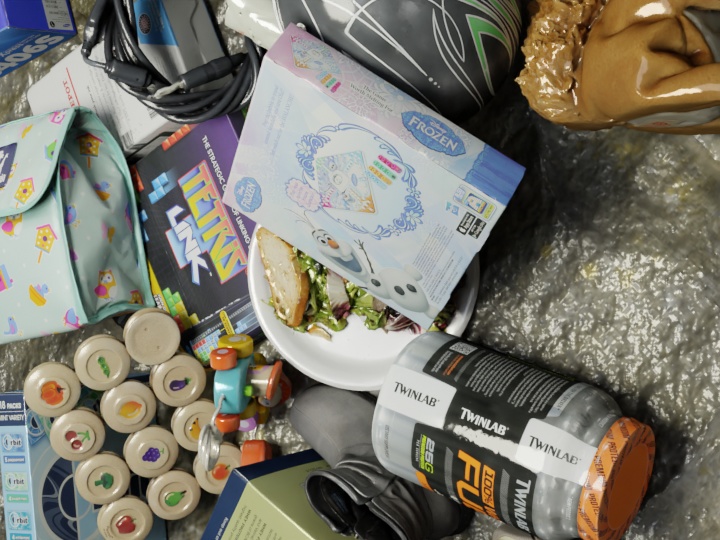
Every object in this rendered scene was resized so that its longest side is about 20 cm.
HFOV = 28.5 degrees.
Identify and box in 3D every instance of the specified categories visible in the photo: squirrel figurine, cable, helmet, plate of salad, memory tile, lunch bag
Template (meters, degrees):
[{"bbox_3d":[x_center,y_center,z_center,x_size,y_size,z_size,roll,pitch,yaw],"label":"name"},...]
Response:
[{"bbox_3d":[0.201,-0.198,1.023,0.198,0.141,0.189,-1,86,31],"label":"squirrel figurine"},{"bbox_3d":[-0.145,-0.231,1.245,0.162,0.051,0.202,23,69,-7],"label":"cable"},{"bbox_3d":[0.025,-0.197,1.078,0.191,0.198,0.202,123,127,-72],"label":"helmet"},{"bbox_3d":[0.000,0.000,1.184,0.198,0.048,0.202,0,90,9],"label":"plate of salad"},{"bbox_3d":[-0.199,0.144,1.280,0.152,0.017,0.201,-27,113,-7],"label":"memory tile"},{"bbox_3d":[-0.296,-0.043,1.309,0.169,0.122,0.202,-10,95,36],"label":"lunch bag"}]

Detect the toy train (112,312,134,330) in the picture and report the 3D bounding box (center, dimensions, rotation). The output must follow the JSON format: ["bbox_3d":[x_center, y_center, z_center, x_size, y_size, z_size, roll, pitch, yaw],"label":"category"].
[{"bbox_3d":[-0.270,-0.015,1.399,0.200,0.046,0.034,50,117,21],"label":"toy train"}]

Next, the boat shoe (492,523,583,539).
[{"bbox_3d":[0.186,0.248,1.090,0.199,0.074,0.074,15,100,34],"label":"boat shoe"}]

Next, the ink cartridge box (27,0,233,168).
[{"bbox_3d":[-0.218,-0.165,1.341,0.199,0.068,0.117,-28,77,34],"label":"ink cartridge box"}]

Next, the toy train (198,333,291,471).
[{"bbox_3d":[-0.090,0.139,1.233,0.055,0.200,0.152,1,68,7],"label":"toy train"}]

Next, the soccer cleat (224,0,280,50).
[{"bbox_3d":[-0.073,-0.211,1.218,0.077,0.069,0.201,-31,87,-13],"label":"soccer cleat"}]

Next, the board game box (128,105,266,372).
[{"bbox_3d":[-0.130,-0.030,1.298,0.165,0.056,0.201,-33,75,32],"label":"board game box"}]

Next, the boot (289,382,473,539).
[{"bbox_3d":[-0.008,0.162,1.180,0.199,0.131,0.070,31,109,29],"label":"boot"}]

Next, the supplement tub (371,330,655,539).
[{"bbox_3d":[0.118,0.132,1.100,0.199,0.122,0.124,19,103,32],"label":"supplement tub"}]

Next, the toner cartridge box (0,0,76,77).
[{"bbox_3d":[-0.391,-0.225,1.441,0.199,0.095,0.044,-20,82,34],"label":"toner cartridge box"}]

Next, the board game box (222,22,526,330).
[{"bbox_3d":[0.002,-0.063,1.064,0.198,0.044,0.200,31,149,2],"label":"board game box"}]

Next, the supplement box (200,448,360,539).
[{"bbox_3d":[-0.038,0.295,1.206,0.199,0.134,0.201,35,111,27],"label":"supplement box"}]

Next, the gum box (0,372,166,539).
[{"bbox_3d":[-0.256,0.205,1.327,0.044,0.169,0.202,-6,89,34],"label":"gum box"}]
